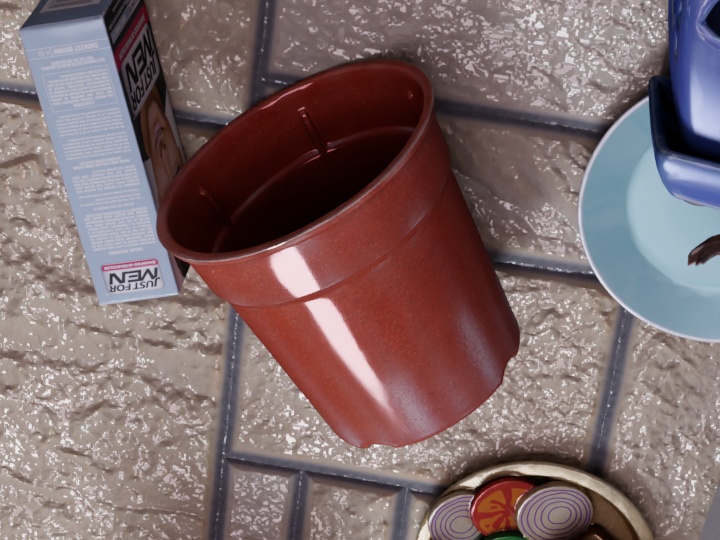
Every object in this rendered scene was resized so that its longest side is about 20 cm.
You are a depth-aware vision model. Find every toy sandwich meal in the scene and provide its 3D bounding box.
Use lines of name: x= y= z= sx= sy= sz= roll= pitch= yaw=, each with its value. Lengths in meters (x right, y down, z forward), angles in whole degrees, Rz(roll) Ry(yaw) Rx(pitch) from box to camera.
toy sandwich meal: x=0.133 y=0.236 z=1.441 sx=0.204 sy=0.070 sz=0.206 roll=3 pitch=118 yaw=6

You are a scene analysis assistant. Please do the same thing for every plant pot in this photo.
plant pot: x=0.000 y=0.000 z=1.277 sx=0.200 sy=0.201 sz=0.196 roll=-21 pitch=120 yaw=18
plant pot: x=0.270 y=-0.128 z=1.147 sx=0.199 sy=0.200 sz=0.180 roll=14 pitch=112 yaw=1

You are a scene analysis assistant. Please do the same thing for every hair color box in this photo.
hair color box: x=-0.163 y=-0.090 z=1.296 sx=0.060 sy=0.099 sz=0.201 roll=-7 pitch=117 yaw=11

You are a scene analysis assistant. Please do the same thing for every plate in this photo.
plate: x=0.246 y=-0.043 z=1.305 sx=0.199 sy=0.026 sz=0.201 roll=4 pitch=117 yaw=7

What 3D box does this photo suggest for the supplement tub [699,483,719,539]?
supplement tub: x=0.349 y=0.209 z=1.355 sx=0.199 sy=0.145 sz=0.145 roll=21 pitch=119 yaw=-3

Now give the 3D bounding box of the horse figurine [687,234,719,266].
horse figurine: x=0.315 y=-0.008 z=1.237 sx=0.199 sy=0.132 sz=0.050 roll=11 pitch=89 yaw=34
